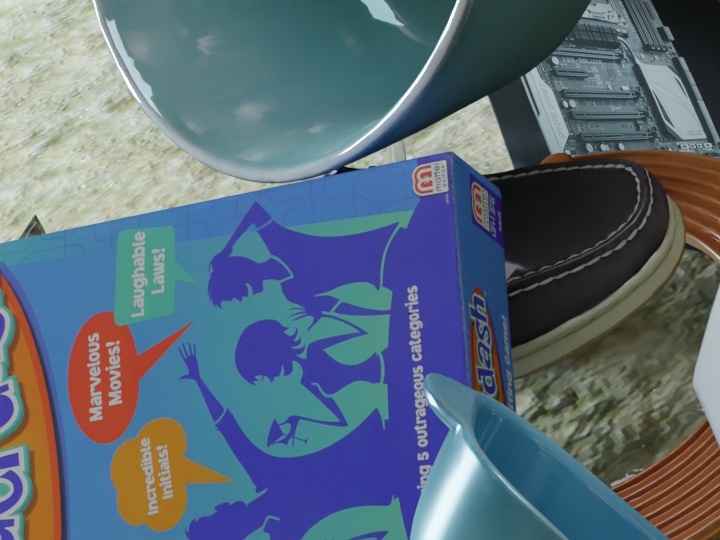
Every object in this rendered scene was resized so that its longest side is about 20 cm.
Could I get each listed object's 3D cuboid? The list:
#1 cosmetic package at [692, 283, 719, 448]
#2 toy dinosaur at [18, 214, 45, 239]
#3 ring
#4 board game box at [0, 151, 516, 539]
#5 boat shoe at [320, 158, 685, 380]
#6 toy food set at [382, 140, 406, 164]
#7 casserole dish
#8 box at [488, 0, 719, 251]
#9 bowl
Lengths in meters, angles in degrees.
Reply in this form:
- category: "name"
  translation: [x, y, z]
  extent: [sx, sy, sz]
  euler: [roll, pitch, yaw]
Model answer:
- category: "cosmetic package"
  translation: [0.201, 0.041, 0.558]
  extent: [0.199, 0.123, 0.200]
  euler: [8, 28, -10]
- category: "toy dinosaur"
  translation: [-0.167, 0.075, 0.880]
  extent: [0.200, 0.047, 0.088]
  euler: [-41, 66, 9]
- category: "ring"
  translation: [0.058, 0.026, 0.803]
  extent: [0.200, 0.019, 0.200]
  euler: [-16, 38, 13]
- category: "board game box"
  translation: [-0.053, 0.059, 0.741]
  extent: [0.200, 0.045, 0.152]
  euler: [-11, 71, 21]
- category: "boat shoe"
  translation: [0.000, 0.000, 0.796]
  extent: [0.200, 0.065, 0.072]
  euler: [-13, 40, 16]
- category: "toy food set"
  translation: [-0.072, 0.005, 0.953]
  extent: [0.200, 0.060, 0.144]
  euler: [-18, 29, 7]
- category: "casserole dish"
  translation: [0.081, 0.101, 0.578]
  extent: [0.039, 0.200, 0.121]
  euler: [-50, 0, 7]
- category: "box"
  translation: [0.120, -0.080, 0.862]
  extent: [0.200, 0.158, 0.050]
  euler: [14, 45, 46]
- category: "bowl"
  translation: [0.007, -0.130, 0.816]
  extent: [0.105, 0.201, 0.201]
  euler: [-5, 12, -42]
